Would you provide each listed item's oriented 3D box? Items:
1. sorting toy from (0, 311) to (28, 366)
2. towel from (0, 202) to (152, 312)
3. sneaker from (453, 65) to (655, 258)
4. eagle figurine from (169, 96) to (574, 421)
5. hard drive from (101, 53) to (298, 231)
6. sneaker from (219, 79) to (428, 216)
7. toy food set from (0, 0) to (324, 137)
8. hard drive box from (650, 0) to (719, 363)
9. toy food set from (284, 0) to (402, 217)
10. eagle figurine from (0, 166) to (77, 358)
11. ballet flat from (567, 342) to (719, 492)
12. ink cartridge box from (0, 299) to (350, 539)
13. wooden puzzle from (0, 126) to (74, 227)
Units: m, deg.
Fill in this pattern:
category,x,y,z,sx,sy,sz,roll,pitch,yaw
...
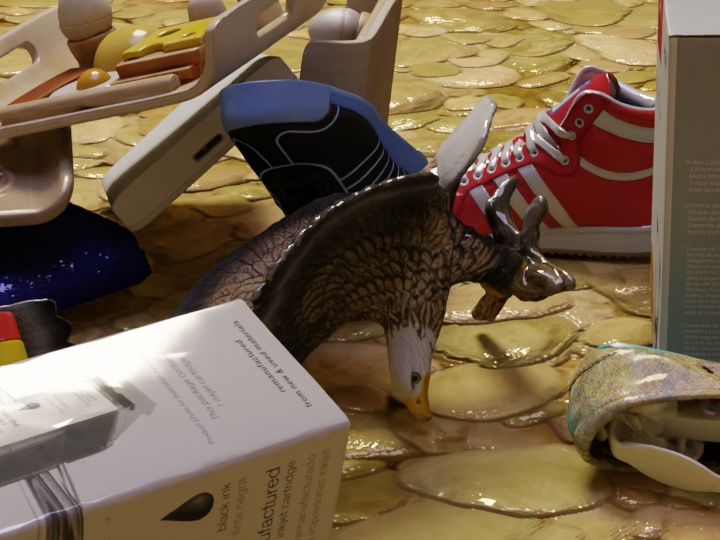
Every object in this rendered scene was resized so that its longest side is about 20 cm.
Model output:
category,x,y,z,sx,sy,sz,roll,pitch,yaw
sorting toy,-0.221,0.078,0.800,0.197,0.070,0.200,-15,-5,-32
towel,-0.238,0.009,1.144,0.199,0.050,0.147,-21,32,-37
sneaker,0.100,-0.069,1.225,0.198,0.114,0.071,0,20,4
eagle figurine,0.002,0.006,1.009,0.198,0.153,0.152,-3,41,-19
hard drive,-0.104,-0.084,1.243,0.132,0.027,0.200,-43,12,-2
sneaker,-0.014,-0.045,1.109,0.070,0.079,0.200,-7,-17,28
toy food set,-0.131,-0.138,1.146,0.198,0.061,0.144,-8,20,29
hard drive box,0.192,-0.045,1.036,0.076,0.202,0.156,1,20,6
toy food set,-0.018,-0.101,1.267,0.060,0.145,0.200,10,22,6
eagle figurine,-0.246,0.017,0.941,0.150,0.153,0.199,12,3,35
ballet flat,0.192,0.077,0.924,0.198,0.071,0.071,5,22,15
ink cartridge box,-0.114,0.111,0.710,0.199,0.148,0.083,-16,43,-32
wooden puzzle,-0.264,-0.048,1.163,0.198,0.047,0.186,-9,24,-5
